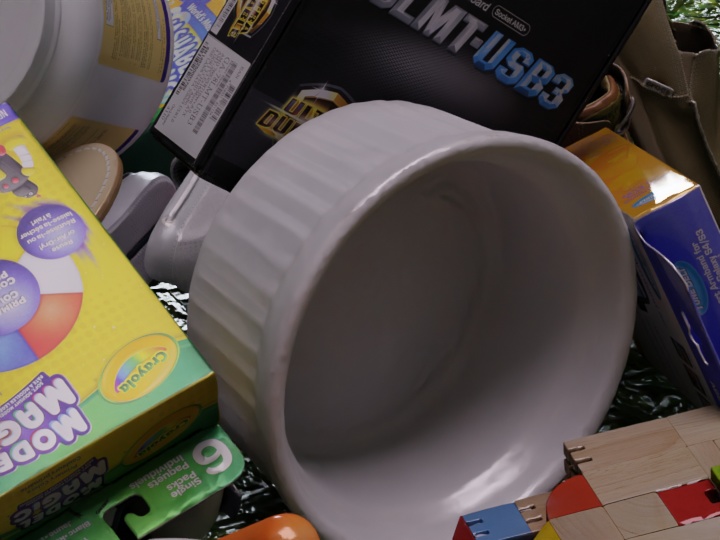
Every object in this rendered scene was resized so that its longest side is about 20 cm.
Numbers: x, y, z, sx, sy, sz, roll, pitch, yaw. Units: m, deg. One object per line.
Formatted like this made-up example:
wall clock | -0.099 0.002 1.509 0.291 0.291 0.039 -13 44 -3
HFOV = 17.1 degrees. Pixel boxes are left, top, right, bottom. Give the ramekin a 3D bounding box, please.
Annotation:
ramekin | 0.018 0.021 1.075 0.199 0.202 0.098 -13 28 -33

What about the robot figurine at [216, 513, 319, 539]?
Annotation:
robot figurine | -0.009 0.165 0.832 0.116 0.199 0.145 21 58 -44

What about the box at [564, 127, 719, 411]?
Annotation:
box | 0.151 0.005 1.154 0.041 0.120 0.200 -28 15 -4

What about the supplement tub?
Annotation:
supplement tub | -0.184 -0.121 1.195 0.144 0.147 0.200 13 2 11

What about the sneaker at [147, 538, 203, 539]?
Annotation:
sneaker | -0.110 0.163 0.922 0.198 0.071 0.099 -5 32 -10

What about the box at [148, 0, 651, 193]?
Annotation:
box | 0.028 -0.105 1.118 0.199 0.199 0.050 27 10 -45

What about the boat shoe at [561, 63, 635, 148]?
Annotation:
boat shoe | 0.112 -0.080 1.288 0.068 0.200 0.072 -13 38 42

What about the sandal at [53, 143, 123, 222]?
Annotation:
sandal | -0.200 -0.010 1.094 0.212 0.070 0.077 -43 37 -19

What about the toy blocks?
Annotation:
toy blocks | 0.119 0.133 1.018 0.136 0.101 0.200 -13 32 -12

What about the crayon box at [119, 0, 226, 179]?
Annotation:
crayon box | -0.067 -0.122 1.359 0.199 0.052 0.126 -29 34 -1

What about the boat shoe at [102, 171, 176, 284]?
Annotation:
boat shoe | -0.161 0.006 1.202 0.070 0.073 0.200 1 21 24

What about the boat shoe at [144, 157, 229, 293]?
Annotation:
boat shoe | -0.063 -0.047 1.213 0.068 0.072 0.201 10 38 5

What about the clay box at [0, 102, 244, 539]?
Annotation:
clay box | -0.145 0.031 1.008 0.114 0.048 0.200 -30 60 -19

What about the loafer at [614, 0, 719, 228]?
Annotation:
loafer | 0.177 -0.101 1.346 0.067 0.201 0.076 -29 20 15

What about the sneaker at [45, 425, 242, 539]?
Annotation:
sneaker | -0.103 0.072 1.072 0.129 0.080 0.199 15 30 11
